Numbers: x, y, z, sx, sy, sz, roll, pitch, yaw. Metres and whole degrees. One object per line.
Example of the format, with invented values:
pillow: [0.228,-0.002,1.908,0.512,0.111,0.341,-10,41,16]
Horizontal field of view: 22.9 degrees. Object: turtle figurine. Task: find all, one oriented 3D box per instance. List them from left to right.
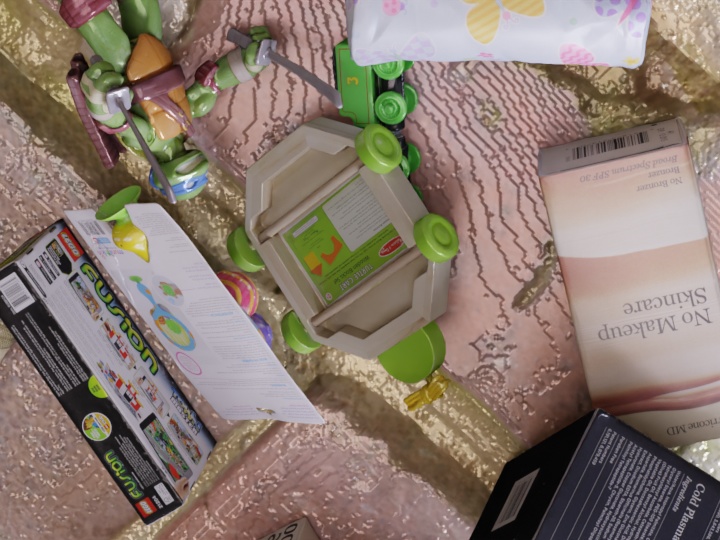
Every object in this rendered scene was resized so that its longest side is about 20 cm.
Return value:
turtle figurine: [-0.122,-0.148,1.143,0.144,0.200,0.194,-29,96,-15]

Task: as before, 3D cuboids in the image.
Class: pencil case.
pencil case: [0.086,-0.170,1.129,0.199,0.091,0.083,1,98,3]

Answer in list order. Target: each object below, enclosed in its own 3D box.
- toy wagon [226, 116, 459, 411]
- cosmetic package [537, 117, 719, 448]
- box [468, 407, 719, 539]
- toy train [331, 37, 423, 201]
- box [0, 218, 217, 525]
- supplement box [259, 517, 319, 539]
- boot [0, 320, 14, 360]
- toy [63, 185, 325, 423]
toy wagon: [0.000,0.000,1.190,0.155,0.040,0.200,-35,88,40]
cosmetic package: [0.187,0.012,1.180,0.103,0.087,0.201,-14,105,10]
box: [0.179,0.197,1.170,0.182,0.200,0.104,30,70,-2]
toy train: [0.011,-0.064,1.207,0.056,0.042,0.201,2,107,17]
box: [-0.178,0.068,1.233,0.035,0.110,0.200,-31,100,15]
supplement box: [-0.027,0.296,1.274,0.073,0.126,0.200,-29,102,15]
boot: [-0.348,0.043,1.267,0.200,0.073,0.156,27,109,-3]
toy: [-0.104,0.020,1.215,0.115,0.047,0.200,-2,134,49]
